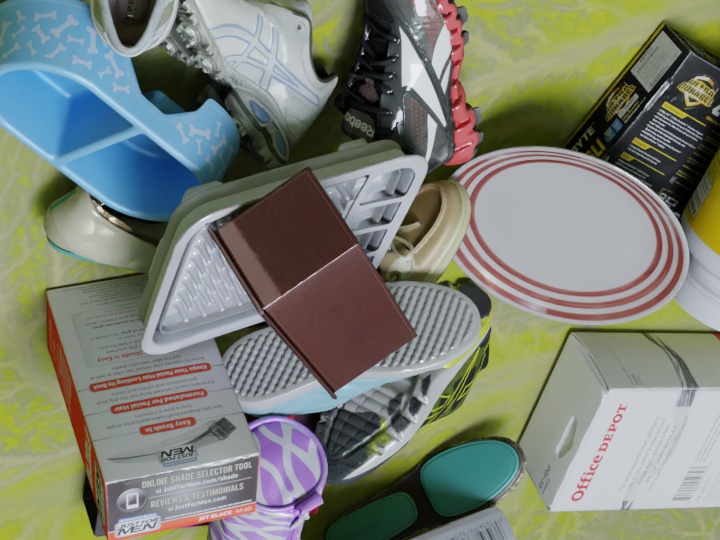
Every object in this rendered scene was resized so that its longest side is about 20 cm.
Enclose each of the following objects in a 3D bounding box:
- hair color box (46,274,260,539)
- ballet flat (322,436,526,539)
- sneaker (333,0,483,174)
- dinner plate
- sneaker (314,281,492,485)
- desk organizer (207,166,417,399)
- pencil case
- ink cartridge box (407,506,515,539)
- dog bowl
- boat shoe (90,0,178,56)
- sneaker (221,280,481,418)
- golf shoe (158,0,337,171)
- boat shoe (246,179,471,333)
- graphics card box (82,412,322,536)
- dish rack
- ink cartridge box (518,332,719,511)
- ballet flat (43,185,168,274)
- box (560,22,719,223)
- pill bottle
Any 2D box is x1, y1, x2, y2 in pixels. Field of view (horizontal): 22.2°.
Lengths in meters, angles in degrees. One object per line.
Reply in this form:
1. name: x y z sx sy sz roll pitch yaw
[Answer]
1. hair color box: -0.152 0.092 1.315 0.110 0.201 0.064 -9 132 -17
2. ballet flat: 0.060 0.206 1.615 0.199 0.068 0.075 -29 156 9
3. sneaker: 0.026 -0.138 1.280 0.098 0.071 0.202 -34 137 -20
4. dinner plate: 0.156 -0.030 1.414 0.198 0.024 0.201 15 144 11
5. sneaker: 0.044 0.104 1.471 0.200 0.074 0.085 -45 145 -17
6. desk organizer: -0.027 0.012 1.239 0.077 0.072 0.200 -34 157 0
7. pencil case: -0.071 0.188 1.411 0.084 0.085 0.201 -39 162 -26
8. ink cartridge box: 0.004 0.281 1.563 0.197 0.047 0.200 -17 159 -40
9. dog bowl: -0.167 -0.100 1.209 0.111 0.050 0.200 -16 140 37
10. boat shoe: -0.130 -0.231 1.103 0.074 0.065 0.204 7 101 -8
11. sneaker: -0.007 0.062 1.377 0.198 0.075 0.082 -12 162 1
12. golf shoe: -0.082 -0.164 1.235 0.097 0.078 0.201 -44 138 -12
13. boat shoe: 0.000 0.000 1.395 0.200 0.074 0.062 -43 131 17
14. graphics card box: -0.118 0.146 1.482 0.198 0.051 0.126 -1 129 -22
15. dish rack: -0.061 -0.023 1.270 0.199 0.044 0.172 -19 154 -30
16. ink cartridge box: 0.256 0.132 1.618 0.198 0.083 0.147 2 127 -27
17. ballet flat: -0.130 -0.021 1.323 0.199 0.070 0.070 16 120 -35
18. box: 0.263 -0.086 1.461 0.199 0.049 0.160 22 114 -37
19. pill bottle: 0.315 -0.053 1.401 0.111 0.113 0.201 7 124 -29
